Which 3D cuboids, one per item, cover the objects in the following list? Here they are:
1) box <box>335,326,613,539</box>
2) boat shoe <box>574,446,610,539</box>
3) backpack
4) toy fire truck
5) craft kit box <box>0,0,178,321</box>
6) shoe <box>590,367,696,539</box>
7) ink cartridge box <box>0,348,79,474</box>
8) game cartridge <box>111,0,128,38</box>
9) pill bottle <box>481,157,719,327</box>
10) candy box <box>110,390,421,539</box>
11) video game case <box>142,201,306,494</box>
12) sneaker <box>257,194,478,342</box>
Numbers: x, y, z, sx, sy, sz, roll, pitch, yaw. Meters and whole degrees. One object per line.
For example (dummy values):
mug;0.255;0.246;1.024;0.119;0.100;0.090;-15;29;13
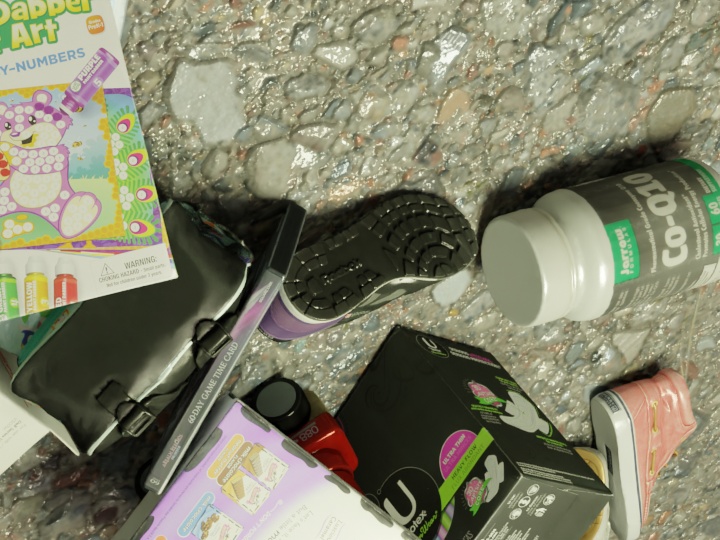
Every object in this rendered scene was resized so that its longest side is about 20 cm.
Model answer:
box;0.082;0.171;1.484;0.124;0.200;0.149;18;114;-42
boat shoe;0.216;0.255;1.762;0.069;0.071;0.200;-31;137;-50
backpack;-0.160;0.025;1.208;0.178;0.151;0.200;-48;178;3
toy fire truck;-0.061;0.219;1.422;0.176;0.200;0.129;-33;137;-8
craft kit box;-0.228;-0.068;1.055;0.200;0.049;0.198;-15;98;-9
shoe;0.284;0.184;1.738;0.091;0.072;0.200;-22;131;-13
ink cartridge box;-0.287;0.070;1.192;0.067;0.117;0.200;-41;138;0
game cartridge;-0.217;-0.154;1.115;0.133;0.040;0.200;-6;128;-37
pill bottle;0.210;-0.022;1.478;0.200;0.113;0.113;-16;133;-26
candy box;-0.071;0.220;1.336;0.200;0.072;0.168;39;85;-11
video game case;-0.100;0.056;1.313;0.019;0.143;0.200;29;110;-7
sneaker;0.000;0.000;1.395;0.200;0.076;0.088;-20;167;-35
